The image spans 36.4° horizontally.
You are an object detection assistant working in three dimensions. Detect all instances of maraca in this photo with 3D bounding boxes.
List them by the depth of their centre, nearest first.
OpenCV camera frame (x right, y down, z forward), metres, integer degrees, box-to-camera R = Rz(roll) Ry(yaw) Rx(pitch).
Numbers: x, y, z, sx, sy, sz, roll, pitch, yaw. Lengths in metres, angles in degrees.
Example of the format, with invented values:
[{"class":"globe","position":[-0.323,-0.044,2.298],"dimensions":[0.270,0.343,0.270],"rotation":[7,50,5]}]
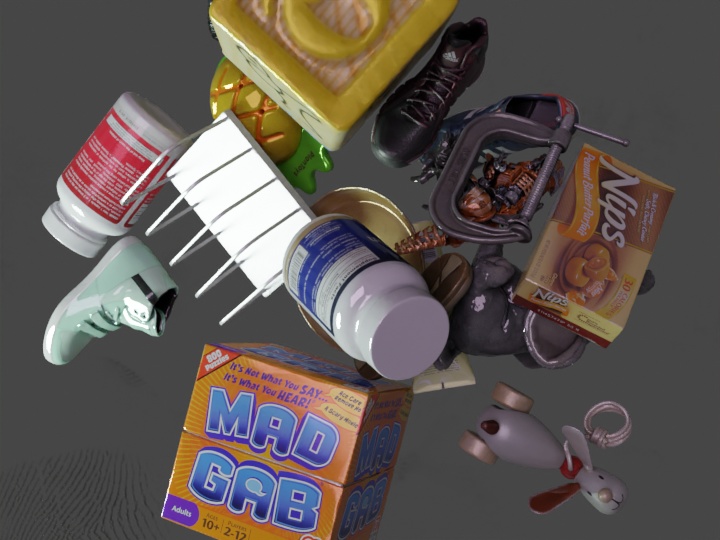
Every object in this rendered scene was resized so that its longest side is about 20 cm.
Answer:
[{"class":"maraca","position":[-0.109,-0.184,1.347],"dimensions":[0.200,0.107,0.137],"rotation":[50,134,9]}]

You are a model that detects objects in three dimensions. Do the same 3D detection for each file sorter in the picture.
[{"class":"file sorter","position":[-0.163,-0.056,1.301],"dimensions":[0.200,0.124,0.139],"rotation":[51,130,-1]}]

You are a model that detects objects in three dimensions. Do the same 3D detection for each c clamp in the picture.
[{"class":"c clamp","position":[0.171,-0.101,1.172],"dimensions":[0.170,0.027,0.201],"rotation":[25,65,19]}]

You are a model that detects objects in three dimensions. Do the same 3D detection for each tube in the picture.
[{"class":"tube","position":[0.082,0.042,1.306],"dimensions":[0.058,0.052,0.202],"rotation":[-16,84,54]}]

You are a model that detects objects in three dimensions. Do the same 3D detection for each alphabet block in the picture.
[{"class":"alphabet block","position":[-0.031,-0.268,1.197],"dimensions":[0.195,0.200,0.197],"rotation":[40,88,-4]}]

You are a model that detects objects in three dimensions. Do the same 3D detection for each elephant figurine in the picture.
[{"class":"elephant figurine","position":[0.208,0.054,1.227],"dimensions":[0.199,0.142,0.156],"rotation":[24,123,2]}]

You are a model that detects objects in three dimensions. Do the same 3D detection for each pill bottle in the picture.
[{"class":"pill bottle","position":[0.005,0.027,1.173],"dimensions":[0.116,0.115,0.200],"rotation":[-56,39,7]},{"class":"pill bottle","position":[-0.316,-0.120,1.408],"dimensions":[0.112,0.112,0.200],"rotation":[42,99,16]}]

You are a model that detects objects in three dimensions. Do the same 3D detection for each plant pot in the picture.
[{"class":"plant pot","position":[0.000,0.000,1.315],"dimensions":[0.199,0.027,0.202],"rotation":[5,99,37]}]

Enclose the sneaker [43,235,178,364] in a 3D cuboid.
[{"class":"sneaker","position":[-0.321,0.067,1.415],"dimensions":[0.118,0.074,0.201],"rotation":[42,97,22]}]

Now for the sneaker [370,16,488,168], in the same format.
[{"class":"sneaker","position":[0.082,-0.216,1.248],"dimensions":[0.075,0.116,0.201],"rotation":[33,71,6]}]

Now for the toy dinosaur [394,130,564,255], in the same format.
[{"class":"toy dinosaur","position":[0.126,-0.081,1.218],"dimensions":[0.136,0.198,0.103],"rotation":[48,145,48]}]

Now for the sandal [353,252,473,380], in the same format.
[{"class":"sandal","position":[0.064,0.059,1.227],"dimensions":[0.200,0.054,0.081],"rotation":[-45,40,29]}]

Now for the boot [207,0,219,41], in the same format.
[{"class":"boot","position":[-0.104,-0.381,1.373],"dimensions":[0.157,0.079,0.213],"rotation":[15,92,18]}]

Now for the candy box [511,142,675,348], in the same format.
[{"class":"candy box","position":[0.254,-0.030,1.183],"dimensions":[0.115,0.055,0.201],"rotation":[27,59,3]}]

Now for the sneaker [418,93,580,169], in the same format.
[{"class":"sneaker","position":[0.153,-0.166,1.273],"dimensions":[0.198,0.084,0.076],"rotation":[-15,82,17]}]

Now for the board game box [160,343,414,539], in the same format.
[{"class":"board game box","position":[-0.077,0.206,1.263],"dimensions":[0.198,0.200,0.202],"rotation":[15,91,18]}]

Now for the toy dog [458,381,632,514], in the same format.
[{"class":"toy dog","position":[0.203,0.202,1.227],"dimensions":[0.198,0.096,0.133],"rotation":[9,90,18]}]
